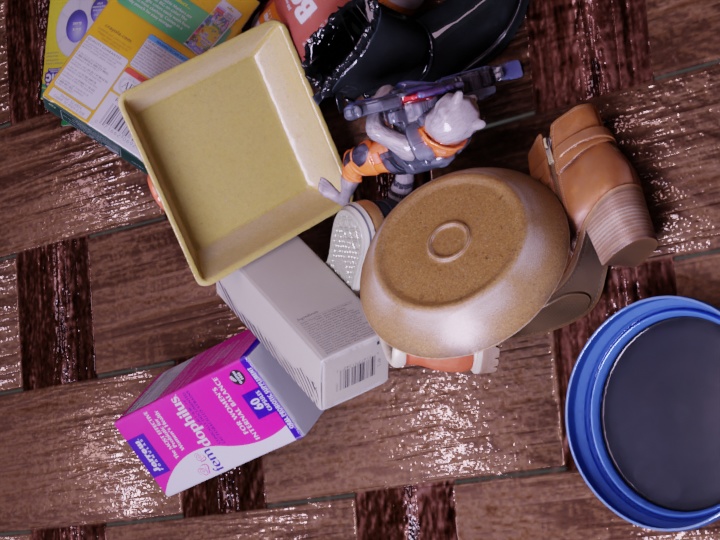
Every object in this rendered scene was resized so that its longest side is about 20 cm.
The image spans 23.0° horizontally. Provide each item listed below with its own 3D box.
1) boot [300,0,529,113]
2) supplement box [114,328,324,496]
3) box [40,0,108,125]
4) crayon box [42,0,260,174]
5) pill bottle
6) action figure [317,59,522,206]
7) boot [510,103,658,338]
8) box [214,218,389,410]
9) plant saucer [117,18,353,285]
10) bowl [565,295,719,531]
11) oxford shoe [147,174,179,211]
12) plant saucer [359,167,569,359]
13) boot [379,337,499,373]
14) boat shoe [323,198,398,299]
[{"bbox_3d":[0.049,-0.225,1.658,0.198,0.162,0.073,-45,57,26],"label":"boot"},{"bbox_3d":[-0.135,0.136,1.790,0.200,0.103,0.101,-27,103,36],"label":"supplement box"},{"bbox_3d":[-0.311,-0.267,2.039,0.117,0.048,0.200,2,88,40],"label":"box"},{"bbox_3d":[-0.205,-0.212,1.748,0.126,0.052,0.200,33,79,0],"label":"crayon box"},{"bbox_3d":[-0.037,-0.246,1.764,0.200,0.112,0.112,-43,60,28],"label":"pill bottle"},{"bbox_3d":[0.069,-0.125,1.649,0.193,0.200,0.105,-30,79,65],"label":"action figure"},{"bbox_3d":[0.170,-0.042,1.598,0.200,0.077,0.155,-45,51,39],"label":"boot"},{"bbox_3d":[-0.058,0.039,1.694,0.200,0.082,0.068,46,148,40],"label":"box"},{"bbox_3d":[-0.126,-0.114,1.703,0.048,0.200,0.200,-1,115,56],"label":"plant saucer"},{"bbox_3d":[0.270,0.122,1.516,0.200,0.039,0.201,-5,82,40],"label":"bowl"},{"bbox_3d":[-0.134,-0.094,1.772,0.073,0.200,0.071,-31,79,31],"label":"oxford shoe"},{"bbox_3d":[0.083,-0.017,1.552,0.200,0.035,0.200,-15,52,20],"label":"plant saucer"},{"bbox_3d":[0.056,0.018,1.630,0.200,0.107,0.075,-105,13,-52],"label":"boot"},{"bbox_3d":[0.000,0.000,1.713,0.075,0.062,0.200,53,149,25],"label":"boat shoe"}]
